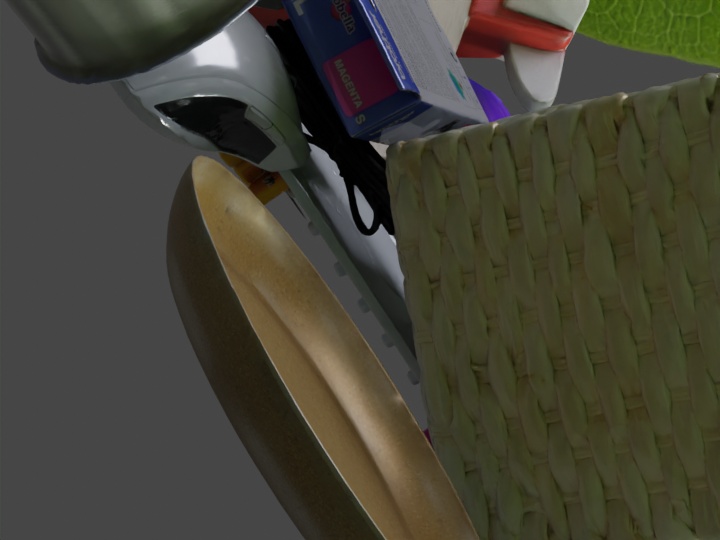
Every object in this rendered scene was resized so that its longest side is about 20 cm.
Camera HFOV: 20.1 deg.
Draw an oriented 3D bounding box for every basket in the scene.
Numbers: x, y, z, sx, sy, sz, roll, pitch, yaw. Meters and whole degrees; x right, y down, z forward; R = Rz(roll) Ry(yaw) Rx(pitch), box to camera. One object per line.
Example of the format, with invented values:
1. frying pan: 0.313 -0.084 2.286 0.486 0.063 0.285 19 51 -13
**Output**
1. basket: 0.134 0.023 0.877 0.161 0.197 0.201 -5 85 -61

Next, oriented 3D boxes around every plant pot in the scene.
1. plant pot: -0.011 0.052 0.697 0.200 0.027 0.200 56 7 -10

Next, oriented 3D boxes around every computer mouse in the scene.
1. computer mouse: -0.042 -0.077 0.841 0.110 0.044 0.200 63 19 19

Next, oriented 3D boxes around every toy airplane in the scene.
1. toy airplane: 0.032 -0.163 1.133 0.200 0.199 0.141 50 -17 35

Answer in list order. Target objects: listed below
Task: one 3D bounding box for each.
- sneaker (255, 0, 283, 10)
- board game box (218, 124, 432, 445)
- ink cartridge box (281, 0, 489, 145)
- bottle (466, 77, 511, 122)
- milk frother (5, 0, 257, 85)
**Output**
1. sneaker: -0.070 -0.146 0.947 0.073 0.084 0.200 65 11 -6
2. board game box: 0.000 0.000 0.999 0.200 0.026 0.200 57 7 -9
3. ink cartridge box: 0.000 -0.114 0.892 0.120 0.042 0.200 63 10 5
4. bottle: 0.048 -0.076 1.199 0.200 0.084 0.065 36 0 39
5. milk frother: -0.098 -0.131 0.578 0.188 0.180 0.201 52 52 -35
